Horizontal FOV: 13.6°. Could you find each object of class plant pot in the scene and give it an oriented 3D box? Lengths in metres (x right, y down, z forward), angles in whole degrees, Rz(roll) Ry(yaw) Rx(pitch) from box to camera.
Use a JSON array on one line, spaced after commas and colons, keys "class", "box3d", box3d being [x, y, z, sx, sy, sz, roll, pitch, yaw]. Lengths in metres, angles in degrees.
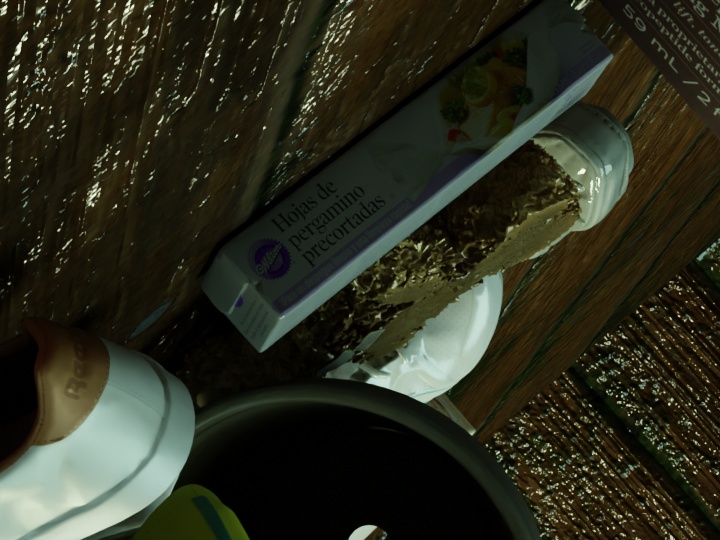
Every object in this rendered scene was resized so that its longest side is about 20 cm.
[{"class": "plant pot", "box3d": [-0.009, 0.137, 1.321, 0.200, 0.200, 0.174, -43, 179, 10]}]

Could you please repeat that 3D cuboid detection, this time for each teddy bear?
[{"class": "teddy bear", "box3d": [0.000, 0.000, 1.329, 0.200, 0.067, 0.145, -38, 166, 23]}]

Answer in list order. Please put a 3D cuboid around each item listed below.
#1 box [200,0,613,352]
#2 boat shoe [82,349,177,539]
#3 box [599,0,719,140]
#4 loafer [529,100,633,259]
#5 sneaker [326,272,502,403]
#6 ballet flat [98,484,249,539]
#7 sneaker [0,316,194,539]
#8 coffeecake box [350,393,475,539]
[{"class": "box", "box3d": [0.021, -0.042, 1.232, 0.200, 0.039, 0.041, -39, 171, -26]}, {"class": "boat shoe", "box3d": [-0.109, 0.079, 1.178, 0.200, 0.072, 0.069, 113, -2, -51]}, {"class": "box", "box3d": [0.212, -0.140, 1.169, 0.164, 0.166, 0.200, -39, 172, -16]}, {"class": "loafer", "box3d": [0.101, -0.056, 1.490, 0.070, 0.070, 0.200, -45, -179, -10]}, {"class": "sneaker", "box3d": [-0.003, 0.056, 1.569, 0.200, 0.071, 0.080, -45, 169, 25]}, {"class": "ballet flat", "box3d": [-0.096, 0.142, 1.141, 0.067, 0.067, 0.200, -9, 156, -38]}, {"class": "sneaker", "box3d": [-0.154, 0.073, 0.962, 0.200, 0.073, 0.085, -35, 138, 18]}, {"class": "coffeecake box", "box3d": [-0.032, 0.147, 1.922, 0.154, 0.073, 0.200, -45, 172, 24]}]
